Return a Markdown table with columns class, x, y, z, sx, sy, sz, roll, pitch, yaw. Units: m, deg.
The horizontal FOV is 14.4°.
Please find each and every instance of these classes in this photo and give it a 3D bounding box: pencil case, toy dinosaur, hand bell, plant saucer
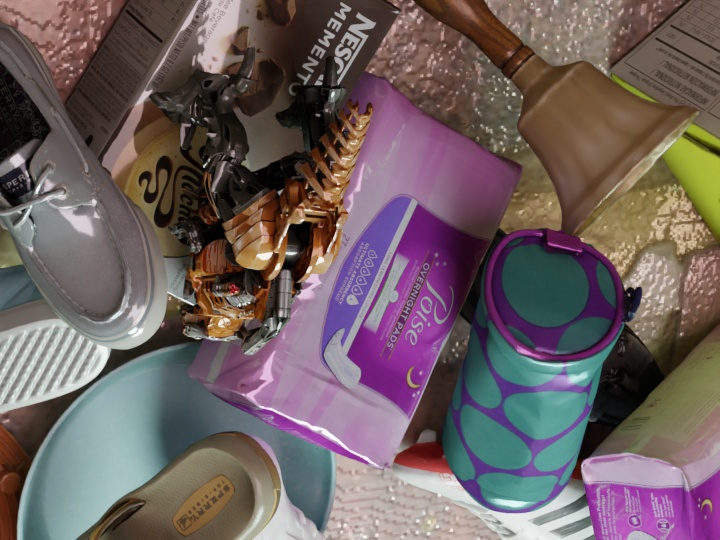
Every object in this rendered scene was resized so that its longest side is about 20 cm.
| class | x | y | z | sx | sy | sz | roll | pitch | yaw |
| --- | --- | --- | --- | --- | --- | --- | --- | --- | --- |
| pencil case | 0.097 | 0.058 | 1.606 | 0.085 | 0.200 | 0.093 | 22 | 59 | 6 |
| toy dinosaur | -0.040 | -0.035 | 1.472 | 0.200 | 0.136 | 0.102 | -26 | 149 | 36 |
| hand bell | 0.083 | -0.122 | 1.596 | 0.104 | 0.104 | 0.200 | -44 | 84 | -3 |
| plant saucer | -0.111 | 0.128 | 1.655 | 0.200 | 0.036 | 0.200 | -11 | 116 | -24 |

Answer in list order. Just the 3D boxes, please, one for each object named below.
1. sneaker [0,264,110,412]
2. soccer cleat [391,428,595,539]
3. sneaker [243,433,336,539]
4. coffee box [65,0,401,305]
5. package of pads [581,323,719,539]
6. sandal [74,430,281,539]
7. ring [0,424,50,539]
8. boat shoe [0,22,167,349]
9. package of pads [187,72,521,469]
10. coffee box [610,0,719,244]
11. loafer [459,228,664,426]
| class | x | y | z | sx | sy | sz | roll | pitch | yaw |
| --- | --- | --- | --- | --- | --- | --- | --- | --- | --- |
| sneaker | -0.232 | 0.041 | 1.558 | 0.199 | 0.082 | 0.074 | -10 | 127 | 3 |
| soccer cleat | 0.105 | 0.147 | 1.747 | 0.200 | 0.069 | 0.085 | 9 | 97 | -32 |
| sneaker | -0.043 | 0.167 | 1.650 | 0.099 | 0.078 | 0.200 | -25 | 129 | -25 |
| coffee box | -0.084 | -0.093 | 1.559 | 0.113 | 0.080 | 0.200 | 29 | 97 | -30 |
| package of pads | 0.214 | 0.119 | 1.733 | 0.200 | 0.076 | 0.121 | -38 | 124 | -48 |
| sandal | -0.123 | 0.166 | 1.573 | 0.080 | 0.054 | 0.200 | 46 | 113 | 5 |
| ring | -0.269 | 0.162 | 1.610 | 0.200 | 0.019 | 0.201 | -8 | 112 | -22 |
| boat shoe | -0.171 | -0.047 | 1.478 | 0.070 | 0.201 | 0.071 | -36 | 161 | 15 |
| package of pads | 0.000 | 0.000 | 1.605 | 0.120 | 0.076 | 0.200 | 29 | 81 | -33 |
| coffee box | 0.305 | -0.080 | 1.672 | 0.198 | 0.200 | 0.200 | -41 | 120 | -5 |
| loafer | 0.119 | 0.043 | 1.714 | 0.200 | 0.063 | 0.072 | 39 | 91 | -31 |
